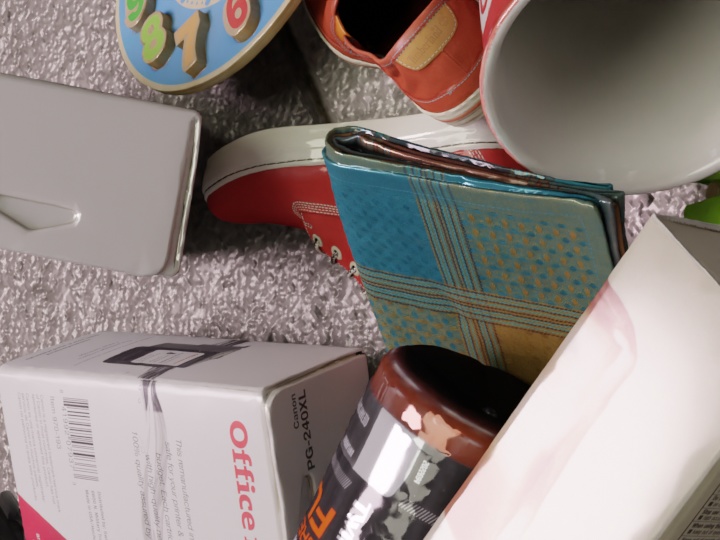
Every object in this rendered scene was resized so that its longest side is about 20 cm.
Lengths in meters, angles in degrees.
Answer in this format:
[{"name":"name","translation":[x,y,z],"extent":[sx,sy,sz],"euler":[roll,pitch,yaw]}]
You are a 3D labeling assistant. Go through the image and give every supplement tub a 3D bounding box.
[{"name":"supplement tub","translation":[0.017,0.141,0.995],"extent":[0.107,0.107,0.201],"euler":[35,106,38]}]

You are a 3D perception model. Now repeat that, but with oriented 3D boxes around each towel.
[{"name":"towel","translation":[0.065,0.024,1.012],"extent":[0.146,0.201,0.022],"euler":[14,52,31]}]

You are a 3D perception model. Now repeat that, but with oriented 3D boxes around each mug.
[{"name":"mug","translation":[0.095,-0.135,1.000],"extent":[0.178,0.133,0.201],"euler":[-49,31,33]}]

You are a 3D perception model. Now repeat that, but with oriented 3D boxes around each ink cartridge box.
[{"name":"ink cartridge box","translation":[-0.160,-0.052,1.172],"extent":[0.200,0.145,0.085],"euler":[-158,78,-82]},{"name":"ink cartridge box","translation":[-0.084,0.114,1.173],"extent":[0.199,0.083,0.147],"euler":[3,105,41]}]

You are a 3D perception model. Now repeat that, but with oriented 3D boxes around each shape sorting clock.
[{"name":"shape sorting clock","translation":[-0.071,-0.189,1.219],"extent":[0.200,0.039,0.201],"euler":[-34,42,38]}]

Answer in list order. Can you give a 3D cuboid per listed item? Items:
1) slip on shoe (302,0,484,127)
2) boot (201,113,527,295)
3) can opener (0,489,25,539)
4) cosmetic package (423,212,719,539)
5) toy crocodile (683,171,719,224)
[{"name":"slip on shoe","translation":[0.013,-0.132,1.121],"extent":[0.074,0.061,0.200],"euler":[-49,30,5]},{"name":"boot","translation":[0.000,0.000,1.145],"extent":[0.199,0.072,0.146],"euler":[-4,84,38]},{"name":"can opener","translation":[-0.175,0.203,1.283],"extent":[0.200,0.066,0.053],"euler":[47,114,29]},{"name":"cosmetic package","translation":[0.107,0.086,0.867],"extent":[0.087,0.103,0.201],"euler":[49,115,35]},{"name":"toy crocodile","translation":[0.167,-0.020,1.006],"extent":[0.067,0.061,0.202],"euler":[-7,75,61]}]
